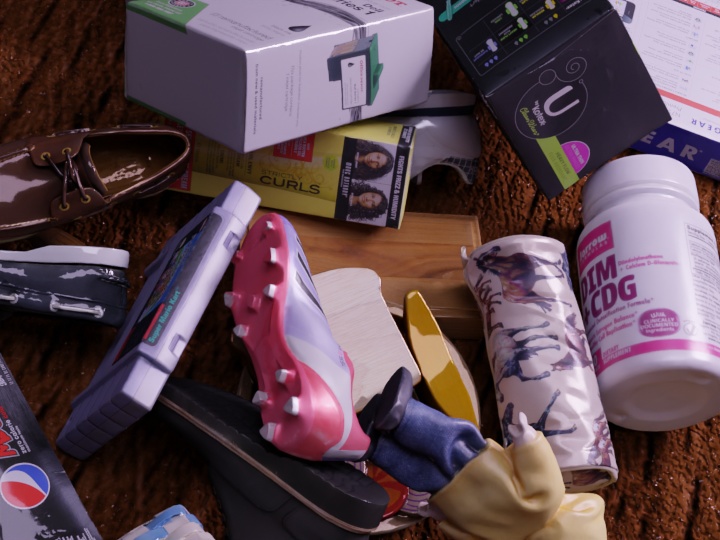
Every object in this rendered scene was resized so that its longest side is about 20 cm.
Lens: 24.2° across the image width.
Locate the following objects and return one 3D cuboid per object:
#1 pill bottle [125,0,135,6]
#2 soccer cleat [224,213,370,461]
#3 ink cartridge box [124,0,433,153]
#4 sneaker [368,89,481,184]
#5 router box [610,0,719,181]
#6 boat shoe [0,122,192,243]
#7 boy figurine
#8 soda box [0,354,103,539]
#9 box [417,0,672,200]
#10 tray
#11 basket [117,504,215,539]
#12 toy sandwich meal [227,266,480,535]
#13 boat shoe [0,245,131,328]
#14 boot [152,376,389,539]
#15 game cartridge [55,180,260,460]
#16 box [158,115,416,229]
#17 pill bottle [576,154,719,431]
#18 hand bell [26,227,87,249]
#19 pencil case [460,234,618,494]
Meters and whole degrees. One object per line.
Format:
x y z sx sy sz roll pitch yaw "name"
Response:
-0.097 -0.258 1.428 0.199 0.111 0.111 -5 59 -18 "pill bottle"
-0.044 0.047 1.174 0.076 0.067 0.201 23 38 -36 "soccer cleat"
-0.061 -0.168 1.298 0.199 0.085 0.146 -21 35 -41 "ink cartridge box"
0.000 -0.103 1.381 0.199 0.076 0.081 -4 102 0 "sneaker"
0.264 -0.192 1.519 0.199 0.049 0.180 21 55 -1 "router box"
-0.215 -0.072 1.233 0.199 0.067 0.072 -18 92 -29 "boat shoe"
0.094 0.145 1.170 0.199 0.125 0.065 29 39 -8 "boy figurine"
-0.251 0.135 1.160 0.063 0.071 0.200 -21 66 -27 "soda box"
0.138 -0.189 1.370 0.124 0.149 0.200 -34 48 6 "box"
0.000 0.000 1.335 0.199 0.037 0.099 3 58 -14 "tray"
-0.125 0.267 1.065 0.176 0.139 0.200 -26 63 -21 "basket"
-0.001 0.092 1.235 0.204 0.070 0.206 3 67 -7 "toy sandwich meal"
-0.268 0.014 1.225 0.199 0.076 0.061 -1 83 9 "boat shoe"
-0.091 0.171 1.171 0.200 0.139 0.077 31 13 31 "boot"
-0.147 0.033 1.217 0.038 0.130 0.201 33 54 -11 "game cartridge"
-0.059 -0.090 1.327 0.199 0.076 0.050 11 24 4 "box"
0.231 0.016 1.338 0.113 0.114 0.201 6 56 -11 "pill bottle"
-0.264 -0.042 1.276 0.200 0.104 0.104 41 56 -3 "hand bell"
0.131 0.072 1.273 0.089 0.078 0.201 -9 73 -8 "pencil case"
